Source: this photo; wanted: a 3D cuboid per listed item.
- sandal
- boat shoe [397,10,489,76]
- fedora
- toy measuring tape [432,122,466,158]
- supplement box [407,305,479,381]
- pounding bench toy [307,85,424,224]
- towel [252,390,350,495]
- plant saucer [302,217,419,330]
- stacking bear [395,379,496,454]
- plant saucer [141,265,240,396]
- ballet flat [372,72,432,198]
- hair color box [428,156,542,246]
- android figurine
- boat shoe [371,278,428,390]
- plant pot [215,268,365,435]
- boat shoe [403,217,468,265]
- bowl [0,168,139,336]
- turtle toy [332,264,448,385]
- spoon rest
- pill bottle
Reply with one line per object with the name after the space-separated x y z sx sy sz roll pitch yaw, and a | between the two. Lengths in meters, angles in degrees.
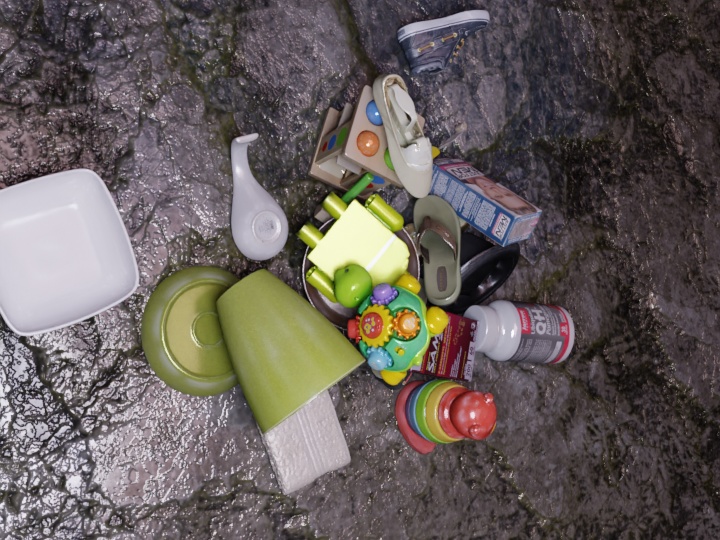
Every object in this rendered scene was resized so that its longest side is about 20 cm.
0.129 -0.041 1.375 0.057 0.079 0.204 44 34 -56 | sandal
0.163 -0.422 1.545 0.198 0.071 0.092 -19 94 -23 | boat shoe
0.191 -0.009 1.476 0.199 0.202 0.092 -26 63 -29 | fedora
0.111 -0.232 1.489 0.200 0.073 0.074 -41 103 -27 | toy measuring tape
0.122 0.121 1.387 0.199 0.060 0.111 17 81 -52 | supplement box
0.003 -0.174 1.370 0.123 0.155 0.203 23 73 -25 | pounding bench toy
-0.103 0.242 1.329 0.131 0.034 0.203 -20 94 -28 | towel
0.000 0.000 1.384 0.197 0.032 0.204 -1 97 -9 | plant saucer
0.152 0.238 1.376 0.114 0.199 0.122 41 67 -18 | stacking bear
-0.236 0.092 1.274 0.197 0.031 0.204 4 83 -29 | plant saucer
0.073 -0.212 1.286 0.069 0.069 0.203 -25 96 -29 | ballet flat
0.208 -0.125 1.451 0.099 0.199 0.061 -15 135 -49 | hair color box
-0.003 -0.030 1.342 0.199 0.041 0.183 38 92 -11 | android figurine
0.073 0.107 1.431 0.063 0.073 0.204 56 46 -49 | boat shoe
-0.122 0.105 1.233 0.186 0.187 0.201 -32 83 -28 | plant pot
0.103 -0.053 1.466 0.199 0.074 0.067 -34 77 -21 | boat shoe
-0.428 -0.023 1.156 0.198 0.074 0.203 -23 94 -29 | bowl
0.031 0.072 1.272 0.100 0.201 0.146 12 122 -51 | turtle toy
-0.171 -0.117 1.331 0.098 0.060 0.203 -17 105 -29 | spoon rest
0.285 0.112 1.519 0.197 0.110 0.113 6 81 -29 | pill bottle
